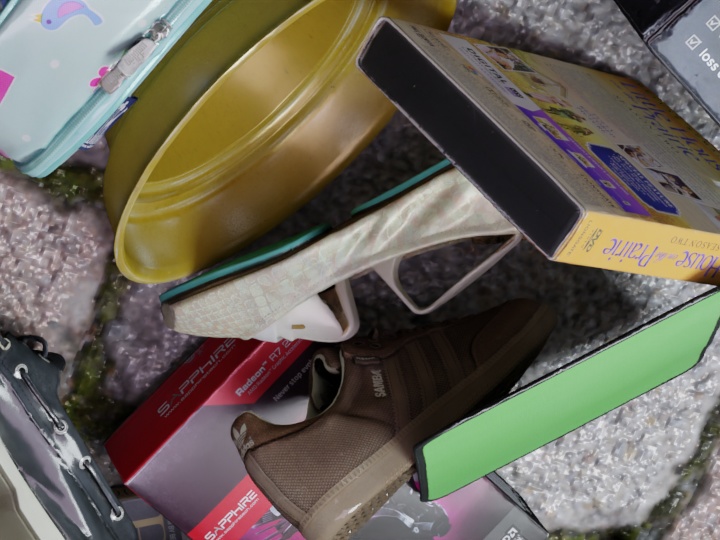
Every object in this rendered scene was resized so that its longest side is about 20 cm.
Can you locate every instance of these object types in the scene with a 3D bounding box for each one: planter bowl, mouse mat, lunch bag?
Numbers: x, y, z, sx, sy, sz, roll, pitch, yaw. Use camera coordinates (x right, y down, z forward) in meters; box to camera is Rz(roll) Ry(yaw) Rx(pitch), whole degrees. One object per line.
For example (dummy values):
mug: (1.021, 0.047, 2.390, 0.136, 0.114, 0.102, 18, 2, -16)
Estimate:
planter bowl: (-0.057, -0.093, 1.200, 0.083, 0.200, 0.200, 46, 105, 16)
mouse mat: (0.097, 0.059, 1.245, 0.160, 0.200, 0.008, -27, 77, -4)
lunch bag: (-0.116, -0.137, 1.124, 0.160, 0.200, 0.077, -45, 116, 11)

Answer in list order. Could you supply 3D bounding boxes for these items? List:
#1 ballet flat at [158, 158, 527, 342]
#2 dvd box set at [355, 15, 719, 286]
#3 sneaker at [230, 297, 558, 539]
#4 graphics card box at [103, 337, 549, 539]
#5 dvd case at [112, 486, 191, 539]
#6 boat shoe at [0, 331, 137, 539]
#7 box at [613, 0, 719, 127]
ballet flat: (0.000, 0.000, 1.243, 0.199, 0.067, 0.063, -25, 88, 13)
dvd box set: (0.106, -0.049, 1.196, 0.200, 0.146, 0.029, 7, 122, -50)
sneaker: (0.020, 0.051, 1.272, 0.076, 0.200, 0.071, 43, 134, 9)
graphics card box: (-0.015, 0.111, 1.347, 0.125, 0.051, 0.200, -45, 117, 3)
dvd case: (-0.165, 0.187, 1.384, 0.199, 0.016, 0.149, -10, 118, -6)
boat shoe: (-0.167, 0.066, 1.292, 0.066, 0.074, 0.200, -33, 97, -34)
box: (0.246, -0.128, 1.240, 0.196, 0.124, 0.200, -41, 117, 11)
